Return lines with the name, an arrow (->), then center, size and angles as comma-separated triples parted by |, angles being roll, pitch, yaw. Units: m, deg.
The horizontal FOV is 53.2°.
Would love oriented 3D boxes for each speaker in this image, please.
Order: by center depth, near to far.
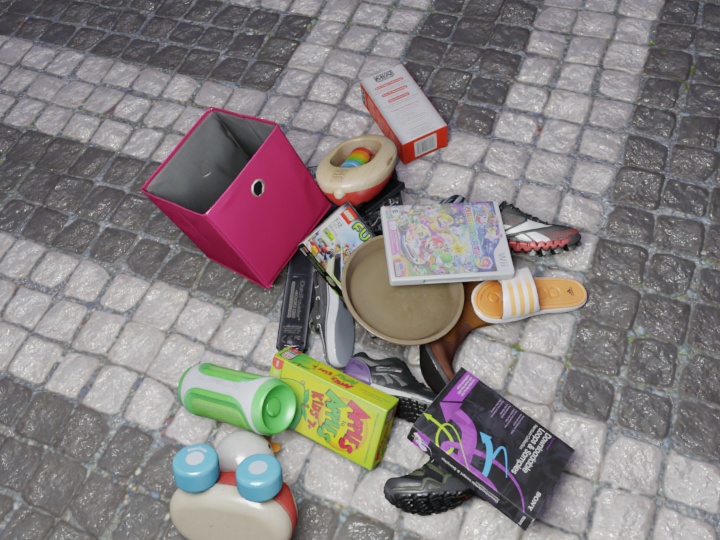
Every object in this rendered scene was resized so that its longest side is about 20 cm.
speaker -> -0.190, 0.191, 1.086 | 0.198, 0.089, 0.089 | 3, 53, 41

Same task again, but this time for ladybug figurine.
ladybug figurine -> -0.004, -0.170, 1.251 | 0.133, 0.073, 0.201 | 6, 36, 24

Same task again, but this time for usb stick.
usb stick -> -0.108, 0.053, 1.237 | 0.054, 0.033, 0.203 | 3, 57, 2

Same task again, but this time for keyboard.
keyboard -> -0.004, -0.092, 1.264 | 0.199, 0.040, 0.104 | -39, 38, -16

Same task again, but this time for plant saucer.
plant saucer -> 0.065, 0.032, 1.129 | 0.196, 0.030, 0.203 | 5, 56, -7

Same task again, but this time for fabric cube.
fabric cube -> -0.207, -0.125, 1.226 | 0.198, 0.200, 0.197 | 22, 67, 40

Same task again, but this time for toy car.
toy car -> -0.158, 0.297, 1.030 | 0.173, 0.187, 0.201 | 5, 29, 11

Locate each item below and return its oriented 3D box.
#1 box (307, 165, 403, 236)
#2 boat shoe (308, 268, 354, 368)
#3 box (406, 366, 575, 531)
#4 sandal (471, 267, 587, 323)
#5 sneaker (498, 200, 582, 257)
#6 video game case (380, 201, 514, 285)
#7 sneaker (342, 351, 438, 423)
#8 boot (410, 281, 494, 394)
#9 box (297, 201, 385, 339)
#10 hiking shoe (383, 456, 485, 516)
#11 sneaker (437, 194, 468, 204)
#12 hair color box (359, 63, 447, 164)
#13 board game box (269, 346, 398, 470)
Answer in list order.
box -> -0.023, -0.130, 1.333 | 0.196, 0.050, 0.160 | -10, 56, 1
boat shoe -> -0.056, 0.073, 1.200 | 0.065, 0.070, 0.203 | -18, 58, 23
box -> 0.183, 0.241, 0.999 | 0.199, 0.036, 0.143 | 36, 47, 17
sandal -> 0.276, 0.029, 1.152 | 0.203, 0.060, 0.080 | -7, 59, -14
sneaker -> 0.275, -0.071, 1.222 | 0.196, 0.071, 0.100 | -1, 87, 9
video game case -> 0.137, -0.046, 1.153 | 0.196, 0.018, 0.145 | -3, 58, -6
sneaker -> 0.065, 0.174, 1.108 | 0.197, 0.076, 0.088 | 14, 54, 17
boot -> 0.177, 0.101, 1.160 | 0.197, 0.069, 0.190 | -17, 56, -18
box -> 0.000, 0.000, 1.181 | 0.110, 0.035, 0.201 | -44, 100, -22
hiking shoe -> 0.124, 0.284, 1.033 | 0.196, 0.076, 0.102 | -7, 49, -8
sneaker -> 0.112, -0.051, 1.266 | 0.200, 0.088, 0.075 | -43, 101, -1
hair color box -> 0.085, -0.313, 1.431 | 0.100, 0.062, 0.202 | -23, 58, -7
board game box -> -0.049, 0.204, 1.083 | 0.197, 0.103, 0.047 | 22, 20, 22
